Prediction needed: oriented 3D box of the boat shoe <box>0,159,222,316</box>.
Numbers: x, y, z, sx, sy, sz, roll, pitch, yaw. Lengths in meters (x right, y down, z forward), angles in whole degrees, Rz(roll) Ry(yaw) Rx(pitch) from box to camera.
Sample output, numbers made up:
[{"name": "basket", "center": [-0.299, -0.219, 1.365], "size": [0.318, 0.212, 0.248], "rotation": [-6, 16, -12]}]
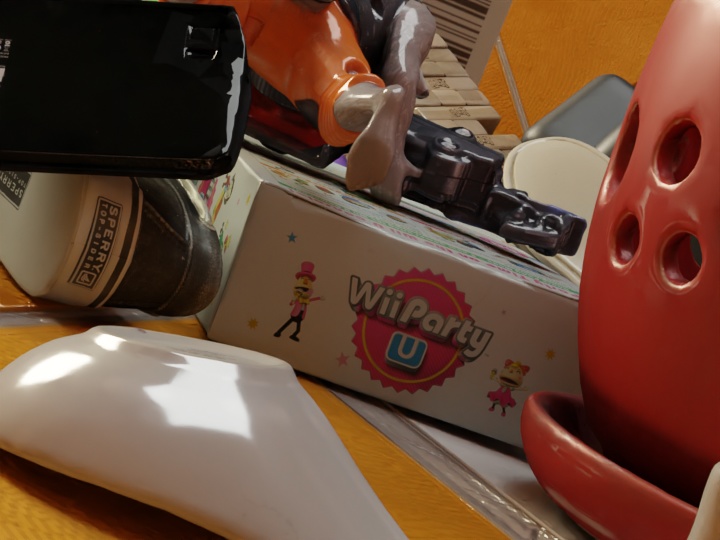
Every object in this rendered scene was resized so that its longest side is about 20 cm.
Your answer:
[{"name": "boat shoe", "center": [-0.104, -0.032, 0.892], "size": [0.063, 0.071, 0.200], "rotation": [18, 16, -28]}]

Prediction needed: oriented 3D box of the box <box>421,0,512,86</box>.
[{"name": "box", "center": [-0.045, -0.155, 1.461], "size": [0.199, 0.200, 0.171], "rotation": [17, 8, -41]}]

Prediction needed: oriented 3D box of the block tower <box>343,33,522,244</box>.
[{"name": "block tower", "center": [0.042, -0.044, 1.150], "size": [0.058, 0.054, 0.200], "rotation": [-5, 49, -43]}]

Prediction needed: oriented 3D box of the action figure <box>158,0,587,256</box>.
[{"name": "action figure", "center": [0.005, -0.080, 0.941], "size": [0.199, 0.105, 0.193], "rotation": [23, 12, 5]}]

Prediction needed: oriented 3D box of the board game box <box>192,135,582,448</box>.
[{"name": "board game box", "center": [0.000, 0.000, 0.987], "size": [0.146, 0.065, 0.200], "rotation": [20, 6, -14]}]

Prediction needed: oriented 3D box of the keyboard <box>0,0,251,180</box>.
[{"name": "keyboard", "center": [-0.133, -0.065, 0.837], "size": [0.198, 0.040, 0.105], "rotation": [5, 50, 5]}]

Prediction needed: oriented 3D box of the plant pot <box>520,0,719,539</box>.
[{"name": "plant pot", "center": [0.164, 0.023, 0.826], "size": [0.199, 0.184, 0.200], "rotation": [22, 6, -2]}]

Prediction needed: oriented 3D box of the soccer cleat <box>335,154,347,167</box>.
[{"name": "soccer cleat", "center": [-0.008, -0.062, 1.233], "size": [0.068, 0.074, 0.200], "rotation": [19, 14, 6]}]

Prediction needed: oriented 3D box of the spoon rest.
[{"name": "spoon rest", "center": [-0.004, 0.057, 0.613], "size": [0.198, 0.061, 0.099], "rotation": [11, 2, 15]}]

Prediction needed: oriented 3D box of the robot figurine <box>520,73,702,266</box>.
[{"name": "robot figurine", "center": [0.162, -0.003, 1.193], "size": [0.200, 0.125, 0.150], "rotation": [44, 11, 20]}]

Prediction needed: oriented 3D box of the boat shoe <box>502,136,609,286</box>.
[{"name": "boat shoe", "center": [0.110, 0.019, 1.039], "size": [0.066, 0.057, 0.200], "rotation": [-12, 40, -18]}]
